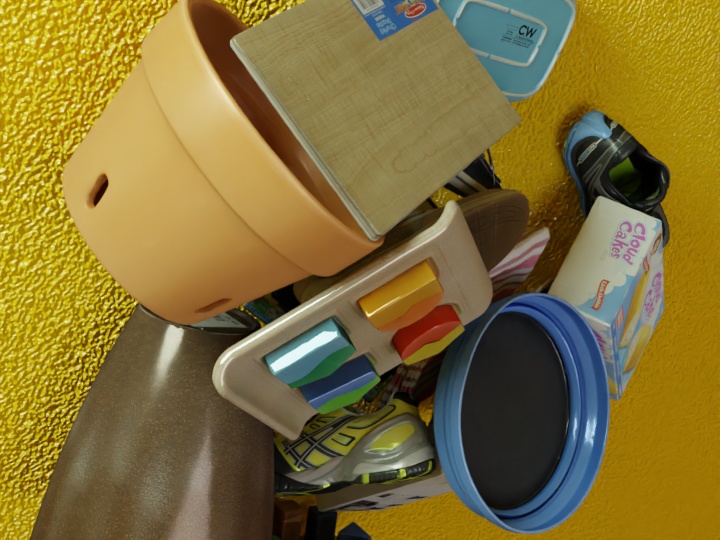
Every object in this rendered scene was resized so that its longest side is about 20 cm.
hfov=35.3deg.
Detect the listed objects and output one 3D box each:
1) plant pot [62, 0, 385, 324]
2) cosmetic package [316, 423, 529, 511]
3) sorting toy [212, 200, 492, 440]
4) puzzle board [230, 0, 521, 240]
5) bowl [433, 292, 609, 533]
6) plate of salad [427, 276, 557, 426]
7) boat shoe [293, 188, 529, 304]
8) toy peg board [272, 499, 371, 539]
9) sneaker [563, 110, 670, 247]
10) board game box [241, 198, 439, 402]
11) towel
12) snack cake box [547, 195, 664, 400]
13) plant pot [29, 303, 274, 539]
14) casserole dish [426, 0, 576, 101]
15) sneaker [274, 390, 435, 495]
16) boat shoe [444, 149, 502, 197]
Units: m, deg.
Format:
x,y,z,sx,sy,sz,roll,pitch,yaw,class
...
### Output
x,y,z,sx,sy,sz,roll,pitch,yaw,class
-0.098,-0.060,0.743,0.140,0.200,0.200,-35,139,14,plant pot
0.052,0.181,1.041,0.082,0.051,0.200,7,156,-42,cosmetic package
0.007,0.048,0.808,0.200,0.037,0.185,-35,156,1,sorting toy
0.017,-0.123,0.762,0.017,0.151,0.200,-34,-176,44,puzzle board
0.137,0.119,0.958,0.200,0.039,0.202,2,86,-43,bowl
0.133,0.090,1.071,0.200,0.048,0.200,-46,164,-17,plate of salad
0.042,-0.019,0.877,0.200,0.065,0.071,-26,132,-22,boat shoe
-0.049,0.265,1.014,0.199,0.200,0.098,-2,107,-37,toy peg board
0.253,-0.069,1.071,0.071,0.083,0.200,-46,138,-6,sneaker
0.000,0.000,0.946,0.165,0.057,0.200,-48,137,-1,board game box
0.092,0.055,1.010,0.146,0.030,0.200,-33,157,-42,towel
0.240,0.032,1.092,0.115,0.067,0.200,-58,154,-15,snack cake box
-0.140,0.127,0.862,0.186,0.187,0.201,5,104,-40,plant pot
0.099,-0.193,0.893,0.200,0.039,0.121,6,117,-42,casserole dish
-0.033,0.155,0.991,0.199,0.077,0.075,-10,166,15,sneaker
0.071,-0.102,0.905,0.062,0.074,0.200,-60,145,-1,boat shoe
